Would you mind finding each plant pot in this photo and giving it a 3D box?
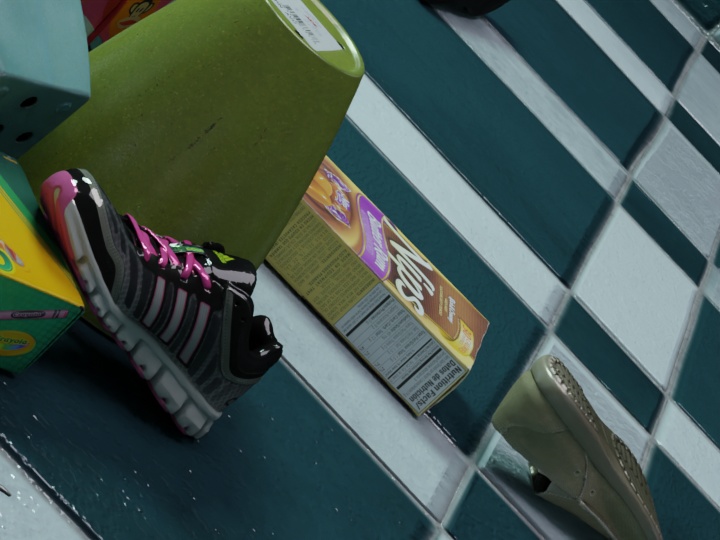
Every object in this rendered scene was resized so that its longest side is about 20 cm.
[{"bbox_3d":[-0.249,-0.160,1.441,0.141,0.141,0.201,9,49,-61],"label":"plant pot"},{"bbox_3d":[-0.097,-0.082,1.502,0.187,0.200,0.187,41,20,-18],"label":"plant pot"}]

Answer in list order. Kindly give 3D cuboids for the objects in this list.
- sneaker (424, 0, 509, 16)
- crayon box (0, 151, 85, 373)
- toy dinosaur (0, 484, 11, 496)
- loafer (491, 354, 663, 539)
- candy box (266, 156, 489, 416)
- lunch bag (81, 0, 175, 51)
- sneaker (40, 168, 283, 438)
[{"bbox_3d":[0.099,-0.331,2.630,0.199,0.076,0.115,2,54,-57],"label":"sneaker"},{"bbox_3d":[-0.245,-0.030,1.295,0.200,0.058,0.119,25,28,-48],"label":"crayon box"},{"bbox_3d":[-0.240,0.038,1.151,0.102,0.077,0.201,36,25,-51],"label":"toy dinosaur"},{"bbox_3d":[0.158,0.145,1.815,0.200,0.068,0.076,55,14,-28],"label":"loafer"},{"bbox_3d":[0.000,0.000,1.777,0.200,0.056,0.117,47,18,-5],"label":"candy box"},{"bbox_3d":[-0.140,-0.184,1.652,0.082,0.176,0.200,51,19,12],"label":"lunch bag"},{"bbox_3d":[-0.106,0.005,1.403,0.200,0.087,0.074,58,-1,-38],"label":"sneaker"}]
